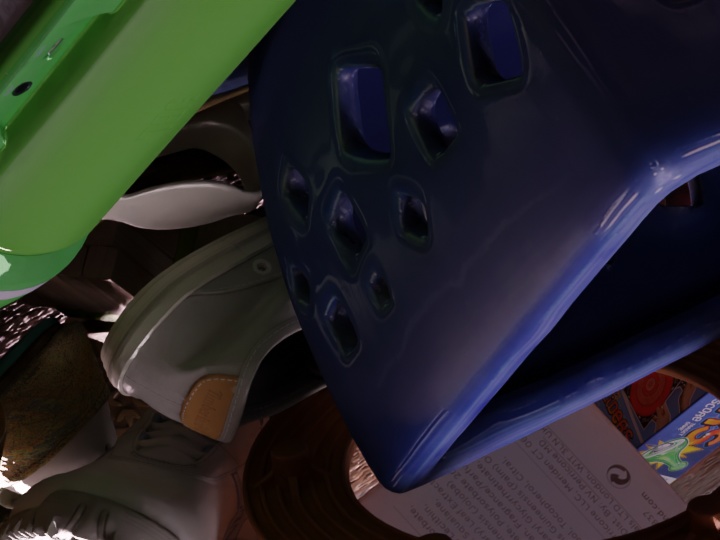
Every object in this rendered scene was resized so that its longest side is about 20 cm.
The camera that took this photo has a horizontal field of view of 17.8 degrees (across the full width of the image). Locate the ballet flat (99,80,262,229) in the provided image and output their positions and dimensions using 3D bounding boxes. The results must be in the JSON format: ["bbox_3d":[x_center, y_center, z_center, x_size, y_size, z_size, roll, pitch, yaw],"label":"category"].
[{"bbox_3d":[-0.041,-0.047,0.782,0.200,0.063,0.069,-19,153,-41],"label":"ballet flat"}]

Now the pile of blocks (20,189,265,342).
[{"bbox_3d":[-0.052,0.002,0.855,0.200,0.062,0.082,26,160,-40],"label":"pile of blocks"}]

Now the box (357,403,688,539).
[{"bbox_3d":[0.013,0.149,0.834,0.200,0.106,0.152,-37,169,-29],"label":"box"}]

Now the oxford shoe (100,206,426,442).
[{"bbox_3d":[0.000,0.000,0.791,0.200,0.058,0.075,-33,157,-36],"label":"oxford shoe"}]

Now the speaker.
[{"bbox_3d":[-0.072,-0.072,0.616,0.088,0.088,0.200,-13,155,-50],"label":"speaker"}]

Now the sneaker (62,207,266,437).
[{"bbox_3d":[-0.033,0.008,0.955,0.200,0.067,0.090,-27,-176,15],"label":"sneaker"}]

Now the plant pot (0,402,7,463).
[{"bbox_3d":[-0.210,0.106,0.767,0.200,0.186,0.186,-56,158,16],"label":"plant pot"}]

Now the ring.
[{"bbox_3d":[0.060,0.053,0.750,0.200,0.200,0.019,-23,119,-30],"label":"ring"}]

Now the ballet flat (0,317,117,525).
[{"bbox_3d":[-0.126,0.066,0.872,0.071,0.071,0.200,-25,177,-25],"label":"ballet flat"}]

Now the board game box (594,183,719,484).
[{"bbox_3d":[0.114,-0.031,0.888,0.034,0.200,0.135,14,136,-37],"label":"board game box"}]

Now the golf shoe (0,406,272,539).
[{"bbox_3d":[-0.071,0.071,0.811,0.200,0.078,0.097,59,48,-81],"label":"golf shoe"}]

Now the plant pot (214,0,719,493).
[{"bbox_3d":[0.069,-0.077,0.694,0.200,0.180,0.200,-22,161,-32],"label":"plant pot"}]
